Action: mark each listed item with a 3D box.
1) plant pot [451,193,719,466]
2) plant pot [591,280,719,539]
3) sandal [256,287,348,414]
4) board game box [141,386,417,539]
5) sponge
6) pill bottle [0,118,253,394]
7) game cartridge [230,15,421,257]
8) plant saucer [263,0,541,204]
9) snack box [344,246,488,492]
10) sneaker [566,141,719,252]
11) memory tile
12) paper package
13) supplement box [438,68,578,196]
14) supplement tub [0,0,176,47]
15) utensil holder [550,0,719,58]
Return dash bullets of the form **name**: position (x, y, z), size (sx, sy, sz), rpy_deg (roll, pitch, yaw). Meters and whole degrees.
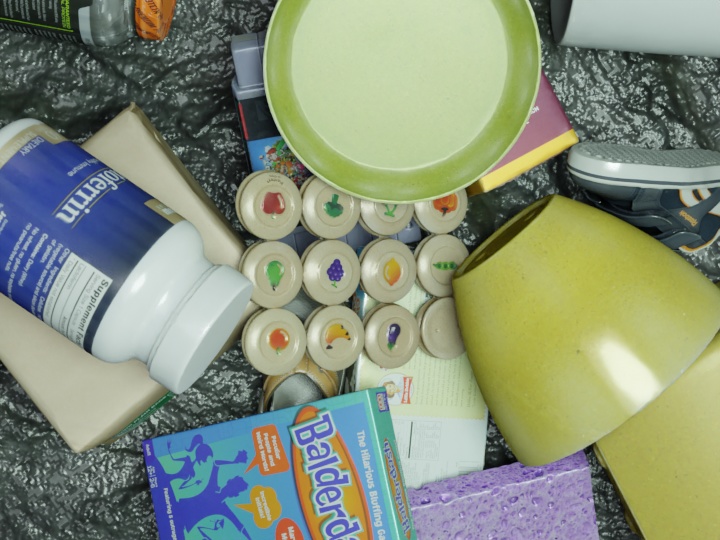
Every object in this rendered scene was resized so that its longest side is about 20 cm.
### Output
- **plant pot**: position (0.152, 0.028, 0.964), size (0.200, 0.200, 0.142), rpy_deg (-41, 95, 0)
- **plant pot**: position (0.284, 0.126, 0.988), size (0.199, 0.194, 0.196), rpy_deg (-27, 92, 4)
- **sandal**: position (-0.054, 0.100, 1.036), size (0.081, 0.055, 0.201), rpy_deg (14, 85, -3)
- **board game box**: position (-0.062, 0.185, 0.988), size (0.199, 0.045, 0.153), rpy_deg (-15, 82, 19)
- **sponge**: position (0.094, 0.214, 1.034), size (0.199, 0.030, 0.112), rpy_deg (-12, 121, -1)
- **pill bottle**: position (-0.182, -0.007, 0.890), size (0.200, 0.116, 0.116), rpy_deg (34, 90, 4)
- **game cartridge**: position (-0.025, -0.097, 0.993), size (0.129, 0.038, 0.201), rpy_deg (-13, 127, -5)
- **plant saucer**: position (0.030, -0.149, 0.920), size (0.199, 0.031, 0.201), rpy_deg (-1, 107, -3)
- **snack box**: position (0.047, 0.085, 1.039), size (0.116, 0.037, 0.201), rpy_deg (5, 91, -15)
- **sneaker**: position (0.232, -0.054, 0.994), size (0.199, 0.078, 0.080), rpy_deg (0, 110, -40)
- **memory tile**: position (0.000, 0.000, 0.971), size (0.199, 0.017, 0.154), rpy_deg (-3, 94, -29)
- **paper package**: position (-0.189, 0.010, 0.997), size (0.200, 0.103, 0.191), rpy_deg (-39, 84, -1)
- **supplement box**: position (0.081, -0.166, 1.008), size (0.085, 0.110, 0.200), rpy_deg (-28, 92, -2)
- **supplement tub**: position (-0.244, -0.243, 0.990), size (0.199, 0.123, 0.123), rpy_deg (10, 91, -3)
- **utensil holder**: position (0.256, -0.246, 0.985), size (0.199, 0.170, 0.171), rpy_deg (2, 91, 0)
